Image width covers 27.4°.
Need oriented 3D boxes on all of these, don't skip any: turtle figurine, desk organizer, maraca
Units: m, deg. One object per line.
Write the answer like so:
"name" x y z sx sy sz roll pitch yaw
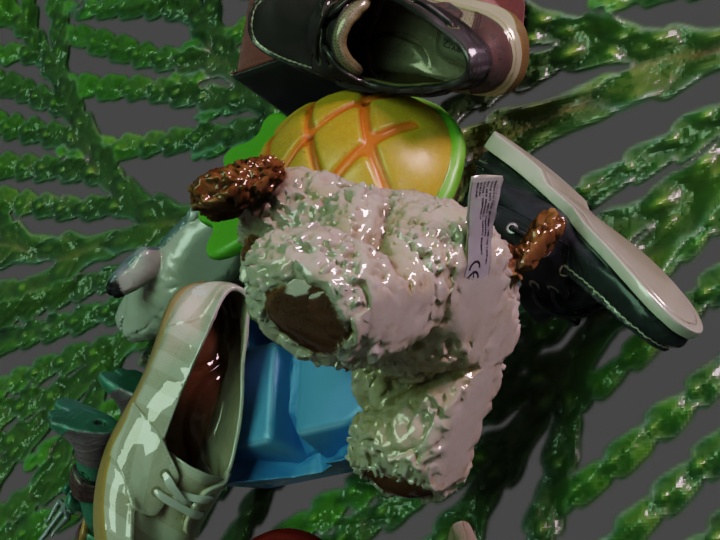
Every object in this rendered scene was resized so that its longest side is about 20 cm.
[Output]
"turtle figurine" -0.178 0.173 0.969 0.150 0.100 0.201 -80 3 -70
"desk organizer" 0.013 -0.171 0.989 0.199 0.072 0.077 -12 60 37
"maraca" -0.021 -0.054 0.932 0.199 0.107 0.138 2 56 39

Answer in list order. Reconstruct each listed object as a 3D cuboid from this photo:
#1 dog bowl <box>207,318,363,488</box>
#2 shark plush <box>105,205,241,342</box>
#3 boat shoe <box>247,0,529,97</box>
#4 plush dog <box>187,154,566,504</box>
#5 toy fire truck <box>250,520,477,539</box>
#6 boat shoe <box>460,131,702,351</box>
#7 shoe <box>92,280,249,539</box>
"dog bowl" -0.033 0.079 0.923 0.199 0.049 0.112 -17 59 36
"shark plush" -0.111 -0.033 1.038 0.201 0.091 0.083 -62 14 6
"boat shoe" 0.004 -0.146 0.895 0.199 0.065 0.074 12 103 34
"plush dog" 0.000 0.000 0.786 0.171 0.200 0.161 25 66 40
"toy fire truck" -0.006 0.202 0.802 0.200 0.129 0.176 -37 48 7
"boat shoe" 0.111 -0.004 0.819 0.066 0.074 0.199 -52 45 12
"shoe" -0.110 0.098 0.897 0.053 0.070 0.201 -7 64 49
